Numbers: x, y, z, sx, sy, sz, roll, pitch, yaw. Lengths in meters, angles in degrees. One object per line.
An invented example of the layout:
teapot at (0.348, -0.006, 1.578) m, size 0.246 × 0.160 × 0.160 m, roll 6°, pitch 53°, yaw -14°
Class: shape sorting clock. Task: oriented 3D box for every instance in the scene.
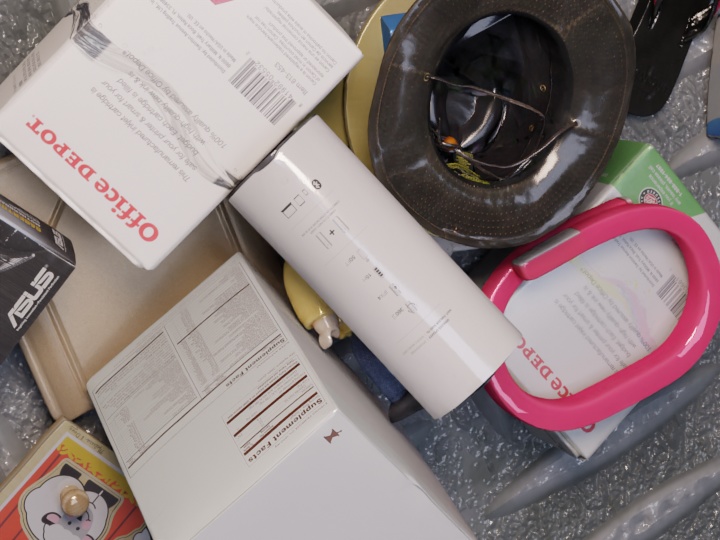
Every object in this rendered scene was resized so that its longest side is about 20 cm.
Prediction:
shape sorting clock at (0.081, -0.120, 1.330) m, size 0.199 × 0.039 × 0.202 m, roll -5°, pitch 105°, yaw -21°

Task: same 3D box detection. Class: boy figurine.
boy figurine at (0.000, 0.000, 1.297) m, size 0.124 × 0.064 × 0.201 m, roll -33°, pitch 91°, yaw -41°

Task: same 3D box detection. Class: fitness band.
fitness band at (0.172, 0.032, 1.376) m, size 0.199 × 0.037 × 0.144 m, roll -25°, pitch 110°, yaw -15°

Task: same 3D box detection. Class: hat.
hat at (0.086, -0.121, 1.268) m, size 0.199 × 0.081 × 0.202 m, roll -5°, pitch 110°, yaw -14°

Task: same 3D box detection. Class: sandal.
sandal at (0.249, -0.213, 1.451) m, size 0.075 × 0.045 × 0.201 m, roll 18°, pitch 92°, yaw -25°

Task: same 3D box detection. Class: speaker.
speaker at (0.011, -0.001, 1.219) m, size 0.081 × 0.081 × 0.200 m, roll -44°, pitch 92°, yaw -10°

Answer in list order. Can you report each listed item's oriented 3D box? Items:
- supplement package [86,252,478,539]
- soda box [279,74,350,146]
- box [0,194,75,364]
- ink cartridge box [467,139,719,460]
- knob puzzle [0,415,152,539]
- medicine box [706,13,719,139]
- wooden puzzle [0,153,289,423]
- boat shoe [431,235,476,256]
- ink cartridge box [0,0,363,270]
supplement package at (-0.051, 0.135, 1.263) m, size 0.147 × 0.200 × 0.191 m, roll -41°, pitch 126°, yaw 3°
soda box at (-0.073, -0.167, 1.304) m, size 0.064 × 0.068 × 0.200 m, roll -43°, pitch 113°, yaw -10°
box at (-0.303, 0.023, 1.216) m, size 0.158 × 0.048 × 0.200 m, roll 35°, pitch 102°, yaw -25°
ink cartridge box at (0.175, 0.020, 1.439) m, size 0.200 × 0.087 × 0.145 m, roll -47°, pitch 113°, yaw -11°
knob puzzle at (-0.204, 0.226, 1.322) m, size 0.218 × 0.030 × 0.221 m, roll -10°, pitch 114°, yaw -23°
medicine box at (0.399, -0.140, 1.456) m, size 0.199 × 0.182 × 0.104 m, roll 0°, pitch 99°, yaw -24°
wooden puzzle at (-0.162, -0.018, 1.314) m, size 0.199 × 0.037 × 0.186 m, roll -28°, pitch 109°, yaw -22°
boat shoe at (0.034, -0.031, 1.379) m, size 0.199 × 0.071 × 0.070 m, roll 6°, pitch 106°, yaw -23°
ink cartridge box at (-0.121, -0.124, 1.221) m, size 0.200 × 0.084 × 0.145 m, roll -45°, pitch 111°, yaw 5°
